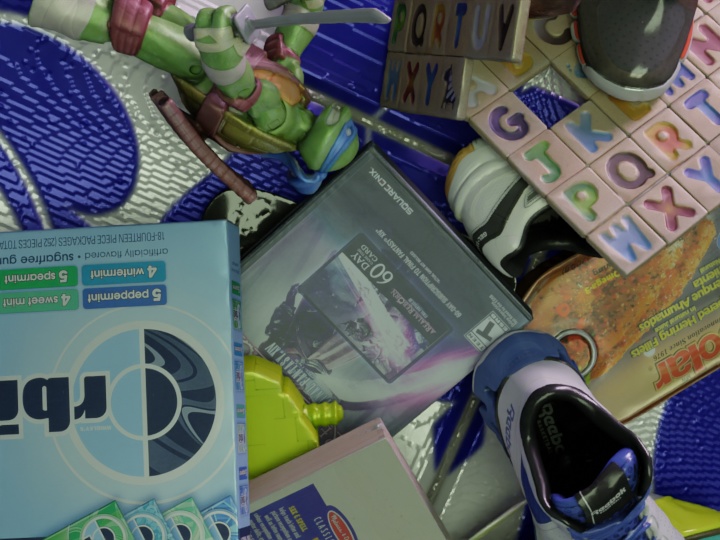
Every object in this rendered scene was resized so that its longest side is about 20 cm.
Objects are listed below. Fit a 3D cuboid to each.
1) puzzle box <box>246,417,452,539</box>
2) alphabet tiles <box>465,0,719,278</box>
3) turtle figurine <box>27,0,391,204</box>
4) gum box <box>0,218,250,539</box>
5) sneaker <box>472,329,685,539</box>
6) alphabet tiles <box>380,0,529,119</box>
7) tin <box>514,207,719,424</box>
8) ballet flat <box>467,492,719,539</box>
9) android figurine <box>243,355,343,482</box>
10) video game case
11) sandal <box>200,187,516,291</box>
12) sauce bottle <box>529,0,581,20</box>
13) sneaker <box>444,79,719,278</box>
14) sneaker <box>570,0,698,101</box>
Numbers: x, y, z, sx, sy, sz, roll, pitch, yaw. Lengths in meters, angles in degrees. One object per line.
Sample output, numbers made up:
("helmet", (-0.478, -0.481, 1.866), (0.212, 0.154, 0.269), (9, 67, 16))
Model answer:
("puzzle box", (-0.001, 0.193, 1.138), (0.133, 0.025, 0.200), (-26, 116, 6))
("alphabet tiles", (0.170, -0.107, 1.142), (0.200, 0.008, 0.167), (-36, 69, -20))
("turtle figurine", (-0.071, -0.151, 1.070), (0.193, 0.200, 0.144), (24, 51, 0))
("gum box", (-0.150, 0.076, 1.079), (0.169, 0.045, 0.201), (-3, 86, 5))
("sneaker", (0.133, 0.136, 1.102), (0.080, 0.115, 0.200), (-30, 105, 0))
("alphabet tiles", (0.056, -0.168, 1.067), (0.008, 0.200, 0.168), (7, 95, -18))
("tin", (0.180, 0.022, 1.206), (0.200, 0.042, 0.112), (-29, 97, -8))
("ballet flat", (0.136, 0.167, 1.204), (0.199, 0.067, 0.067), (-18, 77, -7))
("android figurine", (-0.107, 0.115, 1.138), (0.199, 0.041, 0.183), (-7, 106, 0))
("video game case", (-0.018, 0.040, 1.145), (0.200, 0.019, 0.143), (-41, 102, 13))
("sandal", (0.000, 0.000, 1.161), (0.199, 0.045, 0.075), (14, 94, -13))
("sauce bottle", (0.099, -0.171, 1.083), (0.066, 0.200, 0.066), (-2, 98, -13))
("sneaker", (0.154, -0.049, 1.154), (0.199, 0.076, 0.088), (-18, 56, -8))
("sneaker", (0.173, -0.200, 1.131), (0.077, 0.082, 0.201), (12, 75, 1))
